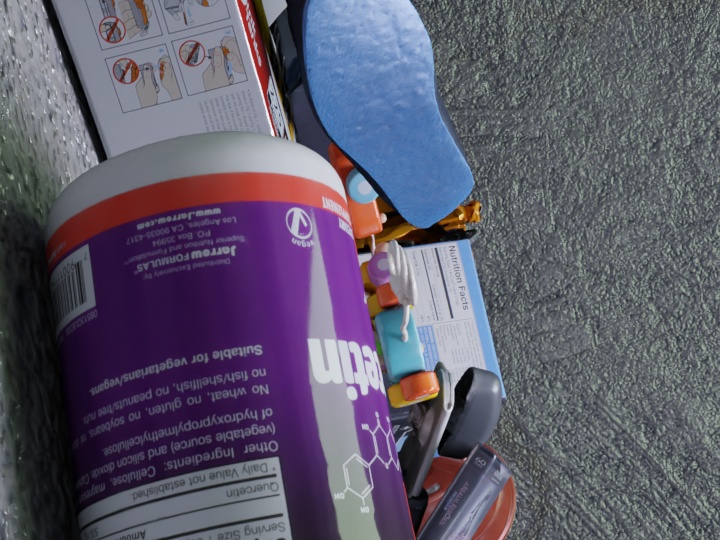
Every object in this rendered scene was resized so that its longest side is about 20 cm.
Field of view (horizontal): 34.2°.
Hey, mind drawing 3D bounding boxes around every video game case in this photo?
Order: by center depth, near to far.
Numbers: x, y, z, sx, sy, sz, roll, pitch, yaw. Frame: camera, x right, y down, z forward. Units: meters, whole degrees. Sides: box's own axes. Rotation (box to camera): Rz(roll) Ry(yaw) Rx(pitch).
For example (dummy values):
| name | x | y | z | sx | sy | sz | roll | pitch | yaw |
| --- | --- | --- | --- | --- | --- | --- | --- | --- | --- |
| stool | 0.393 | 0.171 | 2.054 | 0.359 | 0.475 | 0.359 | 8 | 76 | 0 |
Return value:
| name | x | y | z | sx | sy | sz | roll | pitch | yaw |
| --- | --- | --- | --- | --- | --- | --- | --- | --- | --- |
| video game case | 0.035 | 0.207 | 0.763 | 0.019 | 0.201 | 0.143 | 33 | -5 | 17 |

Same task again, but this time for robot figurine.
| name | x | y | z | sx | sy | sz | roll | pitch | yaw |
| --- | --- | --- | --- | --- | --- | --- | --- | --- | --- |
| robot figurine | 0.015 | -0.024 | 1.044 | 0.146 | 0.197 | 0.059 | -97 | 173 | -57 |

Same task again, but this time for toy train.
| name | x | y | z | sx | sy | sz | roll | pitch | yaw |
| --- | --- | --- | --- | --- | --- | --- | --- | --- | --- |
| toy train | 0.000 | 0.000 | 0.740 | 0.201 | 0.055 | 0.152 | -105 | 180 | -61 |

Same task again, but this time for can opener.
| name | x | y | z | sx | sy | sz | roll | pitch | yaw |
| --- | --- | --- | --- | --- | --- | --- | --- | --- | --- |
| can opener | 0.041 | 0.151 | 0.776 | 0.054 | 0.066 | 0.203 | -99 | -157 | -61 |

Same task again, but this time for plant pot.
| name | x | y | z | sx | sy | sz | roll | pitch | yaw |
| --- | --- | --- | --- | --- | --- | --- | --- | --- | --- |
| plant pot | 0.094 | 0.279 | 1.571 | 0.196 | 0.198 | 0.203 | 58 | 17 | -54 |

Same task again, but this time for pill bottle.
| name | x | y | z | sx | sy | sz | roll | pitch | yaw |
| --- | --- | --- | --- | --- | --- | --- | --- | --- | --- |
| pill bottle | -0.043 | 0.063 | 0.401 | 0.113 | 0.111 | 0.203 | 68 | 10 | -73 |

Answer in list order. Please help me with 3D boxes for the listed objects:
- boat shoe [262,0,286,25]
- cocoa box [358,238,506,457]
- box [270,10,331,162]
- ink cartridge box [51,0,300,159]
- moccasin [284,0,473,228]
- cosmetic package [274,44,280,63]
| name | x | y | z | sx | sy | sz | roll | pitch | yaw |
| --- | --- | --- | --- | --- | --- | --- | --- | --- | --- |
| boat shoe | -0.090 | -0.172 | 0.722 | 0.065 | 0.070 | 0.200 | 68 | -21 | 7 |
| cocoa box | 0.021 | 0.077 | 0.948 | 0.200 | 0.129 | 0.135 | 113 | -33 | -67 |
| box | -0.034 | -0.160 | 1.139 | 0.202 | 0.102 | 0.184 | -106 | -164 | -46 |
| ink cartridge box | -0.079 | -0.085 | 0.610 | 0.176 | 0.082 | 0.203 | -99 | 175 | -61 |
| moccasin | 0.000 | -0.095 | 0.622 | 0.068 | 0.080 | 0.201 | 54 | -6 | 36 |
| cosmetic package | -0.087 | -0.128 | 0.974 | 0.083 | 0.050 | 0.203 | 77 | 2 | -58 |
